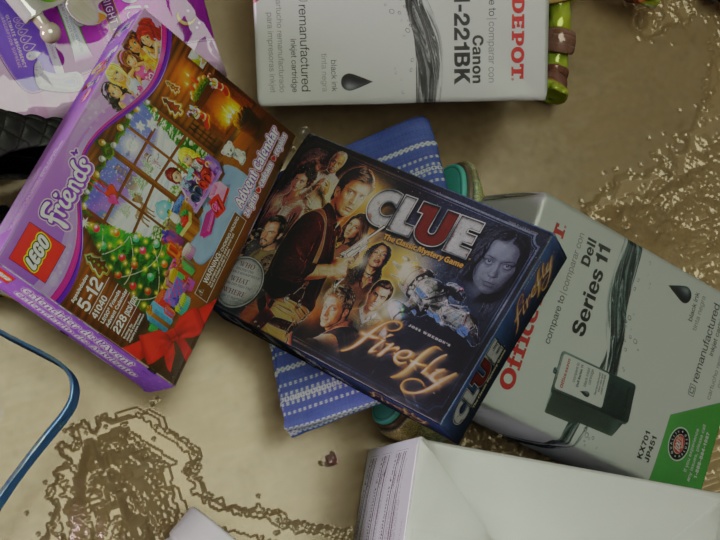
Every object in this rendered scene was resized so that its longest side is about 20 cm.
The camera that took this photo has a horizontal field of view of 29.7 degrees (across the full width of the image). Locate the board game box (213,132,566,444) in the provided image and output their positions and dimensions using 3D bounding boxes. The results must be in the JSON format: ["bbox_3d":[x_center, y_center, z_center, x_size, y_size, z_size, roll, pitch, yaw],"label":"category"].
[{"bbox_3d":[0.011,0.005,0.858,0.199,0.035,0.136,24,76,33],"label":"board game box"}]

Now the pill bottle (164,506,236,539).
[{"bbox_3d":[-0.138,0.253,0.854,0.111,0.111,0.201,39,77,-1],"label":"pill bottle"}]

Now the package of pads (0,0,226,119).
[{"bbox_3d":[-0.200,-0.157,0.934,0.198,0.076,0.122,-19,86,-12],"label":"package of pads"}]

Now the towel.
[{"bbox_3d":[0.000,0.000,0.901,0.143,0.024,0.202,-21,57,15],"label":"towel"}]

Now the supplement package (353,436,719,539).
[{"bbox_3d":[0.097,0.197,0.857,0.189,0.200,0.149,11,79,-6],"label":"supplement package"}]

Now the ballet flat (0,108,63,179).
[{"bbox_3d":[-0.194,-0.070,0.889,0.199,0.066,0.057,0,61,-47],"label":"ballet flat"}]

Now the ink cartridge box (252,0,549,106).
[{"bbox_3d":[0.029,-0.190,0.918,0.197,0.084,0.146,-1,107,1],"label":"ink cartridge box"}]

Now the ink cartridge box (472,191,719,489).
[{"bbox_3d":[0.152,0.054,0.920,0.199,0.083,0.148,25,77,-25],"label":"ink cartridge box"}]

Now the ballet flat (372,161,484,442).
[{"bbox_3d":[0.062,0.026,0.956,0.070,0.071,0.202,17,77,-6],"label":"ballet flat"}]

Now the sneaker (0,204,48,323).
[{"bbox_3d":[-0.211,-0.024,0.897,0.199,0.070,0.091,28,105,-9],"label":"sneaker"}]

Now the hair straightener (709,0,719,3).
[{"bbox_3d":[0.253,-0.281,1.044,0.077,0.041,0.200,-41,83,-14],"label":"hair straightener"}]

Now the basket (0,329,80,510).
[{"bbox_3d":[-0.296,0.093,0.841,0.199,0.139,0.177,31,76,7],"label":"basket"}]

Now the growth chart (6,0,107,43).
[{"bbox_3d":[-0.184,-0.254,0.900,0.145,0.018,0.201,42,66,-7],"label":"growth chart"}]

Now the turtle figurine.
[{"bbox_3d":[0.131,-0.216,1.003,0.198,0.064,0.163,23,85,-15],"label":"turtle figurine"}]

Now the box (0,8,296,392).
[{"bbox_3d":[-0.135,-0.045,0.857,0.136,0.039,0.201,38,59,-25],"label":"box"}]
